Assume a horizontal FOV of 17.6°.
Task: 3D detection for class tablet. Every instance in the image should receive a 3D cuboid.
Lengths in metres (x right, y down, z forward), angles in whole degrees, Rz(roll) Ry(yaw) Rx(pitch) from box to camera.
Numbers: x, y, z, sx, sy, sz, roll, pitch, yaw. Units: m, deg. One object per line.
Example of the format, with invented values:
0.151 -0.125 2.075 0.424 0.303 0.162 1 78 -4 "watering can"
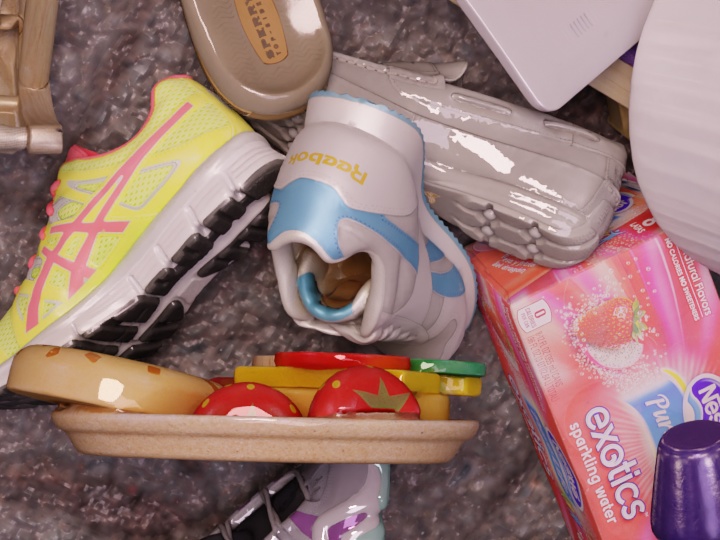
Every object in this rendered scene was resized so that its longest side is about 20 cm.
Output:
0.107 -0.172 1.060 0.200 0.014 0.130 -40 97 -32 "tablet"

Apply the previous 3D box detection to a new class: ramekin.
0.215 -0.077 1.059 0.200 0.098 0.201 -10 107 -35 "ramekin"

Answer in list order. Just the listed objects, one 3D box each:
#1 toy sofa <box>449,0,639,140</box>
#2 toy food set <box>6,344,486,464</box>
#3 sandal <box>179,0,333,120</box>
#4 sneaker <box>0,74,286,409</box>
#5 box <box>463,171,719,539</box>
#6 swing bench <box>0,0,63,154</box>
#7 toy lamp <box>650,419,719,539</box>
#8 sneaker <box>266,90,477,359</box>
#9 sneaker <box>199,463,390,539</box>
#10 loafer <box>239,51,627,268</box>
0.084 -0.140 1.095 0.200 0.083 0.098 29 99 -20 "toy sofa"
-0.045 0.061 1.051 0.199 0.198 0.049 -1 86 23 "toy food set"
-0.067 -0.163 1.042 0.080 0.054 0.200 -24 87 -11 "sandal"
-0.121 -0.012 1.099 0.200 0.078 0.090 -41 71 15 "sneaker"
0.138 0.067 1.166 0.102 0.095 0.200 -24 111 -6 "box"
-0.226 -0.159 0.995 0.198 0.130 0.201 2 112 -15 "swing bench"
0.177 0.168 1.125 0.058 0.058 0.201 -17 110 -8 "toy lamp"
0.000 0.000 1.080 0.081 0.076 0.200 -66 155 -22 "sneaker"
-0.076 0.148 1.149 0.140 0.078 0.200 19 101 -19 "sneaker"
0.029 -0.069 1.098 0.200 0.070 0.070 25 67 3 "loafer"
